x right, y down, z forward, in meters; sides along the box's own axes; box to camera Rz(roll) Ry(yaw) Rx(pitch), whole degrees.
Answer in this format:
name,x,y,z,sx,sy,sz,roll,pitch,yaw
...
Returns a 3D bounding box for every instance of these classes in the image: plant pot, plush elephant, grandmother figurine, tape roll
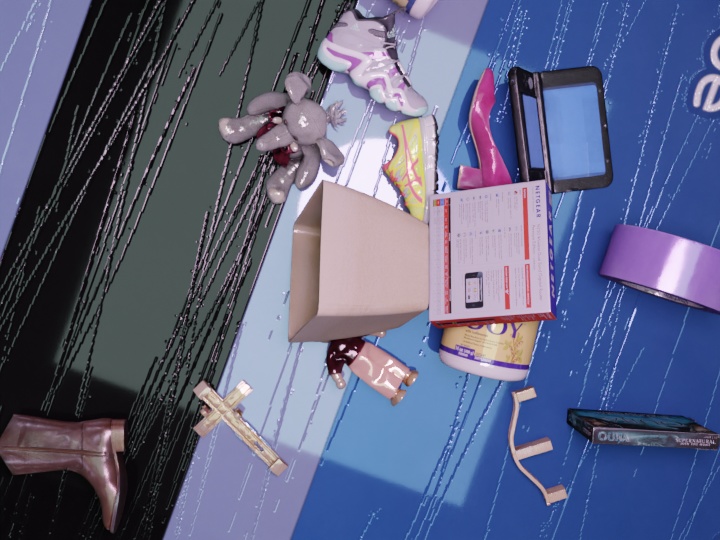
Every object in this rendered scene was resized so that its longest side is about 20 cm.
name,x,y,z,sx,sy,sz,roll,pitch,yaw
plant pot,0.000,0.000,1.246,0.176,0.200,0.200,6,72,-15
plush elephant,-0.105,-0.211,1.261,0.200,0.155,0.165,-30,94,0
grandmother figurine,-0.008,0.138,1.335,0.200,0.061,0.121,38,63,-1
tape roll,0.480,-0.001,1.275,0.199,0.200,0.085,20,92,-3

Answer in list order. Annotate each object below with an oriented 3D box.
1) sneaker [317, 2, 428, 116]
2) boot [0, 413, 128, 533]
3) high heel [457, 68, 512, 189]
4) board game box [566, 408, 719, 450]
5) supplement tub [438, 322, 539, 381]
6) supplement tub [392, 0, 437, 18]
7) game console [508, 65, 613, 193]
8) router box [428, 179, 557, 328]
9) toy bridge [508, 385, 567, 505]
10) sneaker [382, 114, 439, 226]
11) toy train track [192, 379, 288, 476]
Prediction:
name,x,y,z,sx,sy,sz,roll,pitch,yaw
sneaker,0.044,-0.341,1.281,0.200,0.078,0.140,31,114,-4
boot,-0.478,0.324,1.316,0.199,0.064,0.187,1,80,-6
high heel,0.216,-0.217,1.315,0.096,0.067,0.201,10,97,7
board game box,0.448,0.253,1.318,0.199,0.135,0.028,4,92,-3
supplement tub,0.211,0.061,1.293,0.145,0.145,0.201,11,92,-3
supplement tub,0.055,-0.502,1.261,0.200,0.144,0.145,37,91,-4
game console,0.320,-0.224,1.303,0.116,0.176,0.201,-7,93,26
router box,0.191,-0.022,1.207,0.179,0.049,0.201,-5,72,23
toy bridge,0.284,0.296,1.366,0.067,0.027,0.201,-17,93,1
sneaker,0.080,-0.147,1.320,0.090,0.078,0.201,0,89,8
toy train track,-0.196,0.259,1.341,0.115,0.033,0.200,-44,95,0
